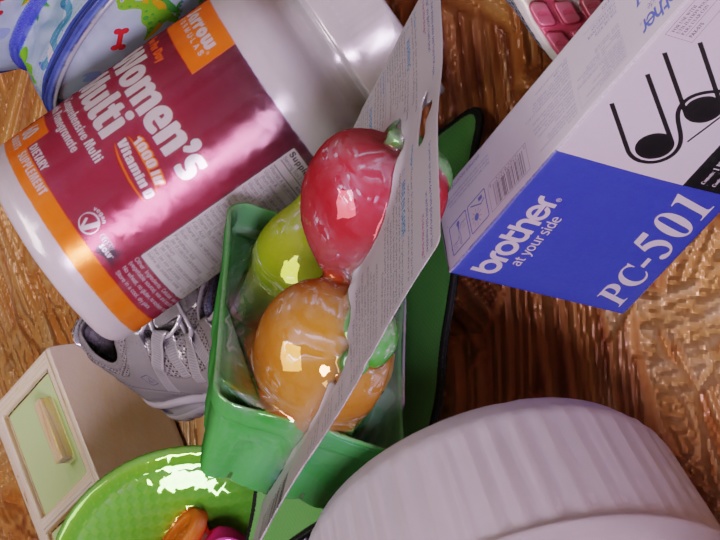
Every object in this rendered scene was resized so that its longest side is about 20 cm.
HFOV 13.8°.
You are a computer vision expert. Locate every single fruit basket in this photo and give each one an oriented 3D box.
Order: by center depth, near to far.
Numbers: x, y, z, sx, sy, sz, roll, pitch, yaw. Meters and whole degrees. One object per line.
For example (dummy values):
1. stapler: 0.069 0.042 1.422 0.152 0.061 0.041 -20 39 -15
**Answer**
1. fruit basket: 0.000 0.000 1.284 0.200 0.093 0.186 -55 21 35

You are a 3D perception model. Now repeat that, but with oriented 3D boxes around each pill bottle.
1. pill bottle: -0.067 -0.065 1.401 0.200 0.110 0.110 -35 61 3

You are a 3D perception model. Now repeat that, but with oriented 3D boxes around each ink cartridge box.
1. ink cartridge box: 0.122 -0.062 1.246 0.200 0.094 0.044 -50 37 43

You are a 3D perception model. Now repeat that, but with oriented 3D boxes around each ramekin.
1. ramekin: 0.065 0.139 1.277 0.203 0.201 0.095 -55 42 39

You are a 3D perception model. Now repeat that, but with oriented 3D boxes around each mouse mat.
1. mouse mat: 0.001 0.032 1.401 0.161 0.008 0.201 -37 35 47

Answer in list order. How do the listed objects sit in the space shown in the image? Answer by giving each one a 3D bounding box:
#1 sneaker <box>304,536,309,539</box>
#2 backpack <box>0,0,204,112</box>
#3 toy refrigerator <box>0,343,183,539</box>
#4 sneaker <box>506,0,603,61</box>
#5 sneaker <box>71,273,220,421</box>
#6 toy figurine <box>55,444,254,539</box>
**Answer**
1. sneaker: 0.019 0.161 1.414 0.200 0.086 0.081 46 129 37
2. backpack: -0.126 -0.163 1.459 0.183 0.199 0.147 -53 56 39
3. toy refrigerator: -0.128 0.143 1.607 0.076 0.070 0.201 -44 62 45
4. sneaker: 0.081 -0.156 1.315 0.075 0.080 0.201 97 150 -62
5. sneaker: -0.088 0.027 1.493 0.200 0.082 0.075 -38 34 58
6. toy figurine: -0.092 0.206 1.432 0.200 0.150 0.184 -49 16 11
